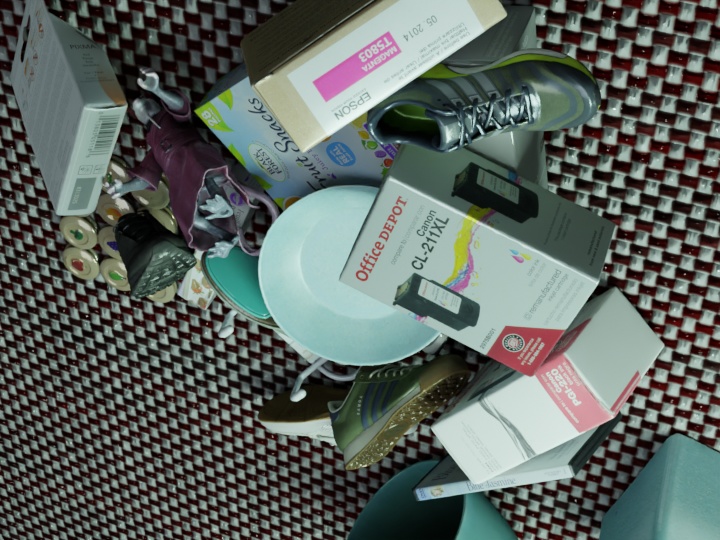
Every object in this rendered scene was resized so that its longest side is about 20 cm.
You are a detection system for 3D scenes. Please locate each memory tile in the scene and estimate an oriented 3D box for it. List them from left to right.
[{"bbox_3d":[-0.281,-0.050,1.515,0.153,0.017,0.200,17,134,12],"label":"memory tile"}]

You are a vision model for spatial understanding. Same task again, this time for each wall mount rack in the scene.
[{"bbox_3d":[-0.056,0.054,1.456,0.200,0.075,0.174,43,120,-15],"label":"wall mount rack"}]

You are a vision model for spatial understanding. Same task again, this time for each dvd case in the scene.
[{"bbox_3d":[0.169,0.198,1.423,0.200,0.143,0.018,-17,101,36],"label":"dvd case"}]

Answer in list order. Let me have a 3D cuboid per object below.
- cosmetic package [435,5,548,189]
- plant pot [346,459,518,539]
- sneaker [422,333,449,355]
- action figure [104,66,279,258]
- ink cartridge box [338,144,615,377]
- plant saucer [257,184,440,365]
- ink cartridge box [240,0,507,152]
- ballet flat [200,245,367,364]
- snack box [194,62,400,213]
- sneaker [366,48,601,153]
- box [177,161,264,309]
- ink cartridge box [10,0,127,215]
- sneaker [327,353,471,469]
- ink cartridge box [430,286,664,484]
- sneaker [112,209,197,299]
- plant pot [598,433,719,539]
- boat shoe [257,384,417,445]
[{"bbox_3d":[0.114,-0.130,1.187,0.090,0.107,0.200,8,133,19],"label":"cosmetic package"},{"bbox_3d":[0.102,0.351,1.561,0.161,0.201,0.201,40,135,-26],"label":"plant pot"},{"bbox_3d":[0.068,0.002,1.349,0.115,0.075,0.200,31,136,2],"label":"sneaker"},{"bbox_3d":[-0.171,-0.119,1.330,0.134,0.149,0.200,-56,51,30],"label":"action figure"},{"bbox_3d":[0.099,-0.015,1.163,0.200,0.083,0.146,26,136,0],"label":"ink cartridge box"},{"bbox_3d":[0.000,0.000,1.307,0.201,0.039,0.201,3,118,6],"label":"plant saucer"},{"bbox_3d":[0.005,-0.199,1.083,0.200,0.165,0.075,-33,114,6],"label":"ink cartridge box"},{"bbox_3d":[-0.082,0.041,1.380,0.200,0.067,0.064,29,155,-1],"label":"ballet flat"},{"bbox_3d":[-0.034,-0.148,1.271,0.200,0.068,0.169,-25,115,41],"label":"snack box"},{"bbox_3d":[0.095,-0.128,1.068,0.200,0.081,0.074,-3,126,24],"label":"sneaker"},{"bbox_3d":[-0.153,-0.035,1.448,0.039,0.041,0.200,30,136,0],"label":"box"},{"bbox_3d":[-0.301,-0.181,1.339,0.050,0.200,0.162,-4,144,-29],"label":"ink cartridge box"},{"bbox_3d":[0.030,0.130,1.427,0.200,0.067,0.090,-46,58,34],"label":"sneaker"},{"bbox_3d":[0.187,0.118,1.334,0.085,0.146,0.200,50,132,-1],"label":"ink cartridge box"},{"bbox_3d":[-0.229,-0.022,1.401,0.091,0.076,0.200,65,163,-1],"label":"sneaker"},{"bbox_3d":[0.362,0.339,1.408,0.196,0.200,0.196,26,136,2],"label":"plant pot"},{"bbox_3d":[-0.027,0.178,1.551,0.200,0.071,0.069,-6,124,29],"label":"boat shoe"}]
